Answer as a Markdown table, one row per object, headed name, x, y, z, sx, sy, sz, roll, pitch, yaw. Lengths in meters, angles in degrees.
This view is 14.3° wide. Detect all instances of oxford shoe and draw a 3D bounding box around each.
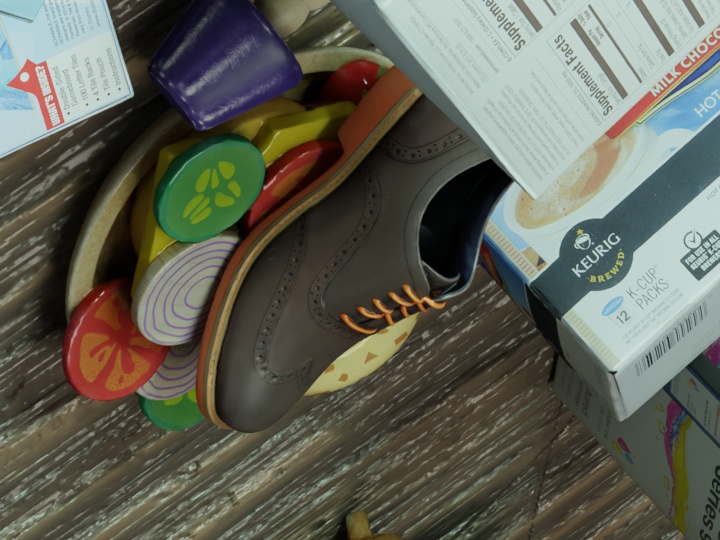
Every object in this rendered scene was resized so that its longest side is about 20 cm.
| name | x | y | z | sx | sy | sz | roll | pitch | yaw |
| --- | --- | --- | --- | --- | --- | --- | --- | --- | --- |
| oxford shoe | 0.000 | 0.000 | 1.217 | 0.071 | 0.073 | 0.200 | 10 | 121 | -50 |

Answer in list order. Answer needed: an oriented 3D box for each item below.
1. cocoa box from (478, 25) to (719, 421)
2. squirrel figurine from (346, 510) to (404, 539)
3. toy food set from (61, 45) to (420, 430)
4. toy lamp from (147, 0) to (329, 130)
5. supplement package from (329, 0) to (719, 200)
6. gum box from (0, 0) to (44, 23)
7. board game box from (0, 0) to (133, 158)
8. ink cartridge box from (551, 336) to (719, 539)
| name | x | y | z | sx | sy | sz | roll | pitch | yaw |
| --- | --- | --- | --- | --- | --- | --- | --- | --- | --- |
| cocoa box | 0.148 | -0.051 | 1.321 | 0.200 | 0.131 | 0.133 | -41 | 166 | -2 |
| squirrel figurine | 0.027 | 0.209 | 1.540 | 0.200 | 0.141 | 0.187 | -31 | 136 | -42 |
| toy food set | -0.046 | -0.012 | 1.267 | 0.198 | 0.049 | 0.200 | -17 | 139 | -33 |
| toy lamp | -0.001 | -0.133 | 1.174 | 0.200 | 0.058 | 0.058 | -39 | 146 | -6 |
| supplement package | 0.018 | -0.151 | 1.041 | 0.111 | 0.200 | 0.156 | -43 | 146 | 1 |
| gum box | -0.101 | -0.200 | 0.821 | 0.045 | 0.170 | 0.200 | 15 | 113 | -53 |
| board game box | -0.193 | -0.110 | 0.956 | 0.199 | 0.041 | 0.200 | -27 | 121 | -22 |
| ink cartridge box | 0.194 | 0.060 | 1.453 | 0.087 | 0.200 | 0.145 | -23 | 142 | -27 |
